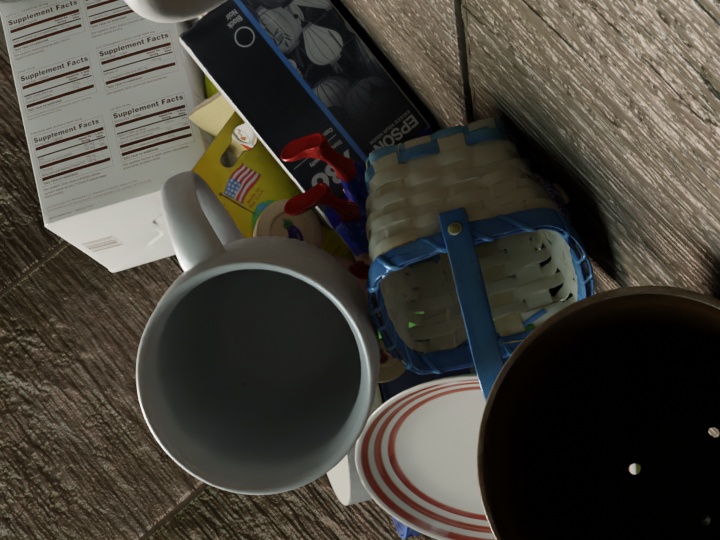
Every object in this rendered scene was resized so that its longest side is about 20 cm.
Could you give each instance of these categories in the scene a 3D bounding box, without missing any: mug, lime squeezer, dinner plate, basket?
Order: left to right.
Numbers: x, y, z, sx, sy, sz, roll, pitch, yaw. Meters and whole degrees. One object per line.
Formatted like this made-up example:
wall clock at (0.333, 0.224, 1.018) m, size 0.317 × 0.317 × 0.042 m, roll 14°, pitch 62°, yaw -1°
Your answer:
mug at (-0.071, 0.027, 1.396) m, size 0.200 × 0.147 × 0.175 m, roll 61°, pitch -172°, yaw -8°
basket at (0.076, 0.019, 1.342) m, size 0.176 × 0.139 × 0.201 m, roll 65°, pitch -166°, yaw -63°
lime squeezer at (0.084, 0.037, 1.462) m, size 0.038 × 0.199 × 0.071 m, roll -85°, pitch -3°, yaw -54°
dinner plate at (0.096, 0.133, 1.543) m, size 0.200 × 0.200 × 0.024 m, roll 56°, pitch -151°, yaw -38°

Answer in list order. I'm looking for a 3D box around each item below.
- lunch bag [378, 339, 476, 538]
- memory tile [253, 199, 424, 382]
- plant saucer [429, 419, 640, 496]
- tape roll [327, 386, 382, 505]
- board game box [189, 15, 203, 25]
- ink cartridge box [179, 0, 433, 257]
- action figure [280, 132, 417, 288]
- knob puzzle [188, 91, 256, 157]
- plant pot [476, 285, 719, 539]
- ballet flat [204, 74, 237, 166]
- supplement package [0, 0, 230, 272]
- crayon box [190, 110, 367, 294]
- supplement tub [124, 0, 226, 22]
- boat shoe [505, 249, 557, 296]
lunch bag at (0.072, 0.097, 1.718) m, size 0.136 × 0.132 × 0.201 m, roll 100°, pitch 156°, yaw -68°
memory tile at (0.000, 0.000, 1.538) m, size 0.153 × 0.200 × 0.017 m, roll 52°, pitch 161°, yaw -6°
plant saucer at (0.151, 0.152, 1.595) m, size 0.031 × 0.199 × 0.200 m, roll -82°, pitch -30°, yaw -42°
tape roll at (-0.019, 0.086, 1.726) m, size 0.203 × 0.037 × 0.203 m, roll 166°, pitch 90°, yaw -81°
board game box at (-0.098, -0.206, 1.687) m, size 0.153 × 0.040 × 0.200 m, roll 45°, pitch 170°, yaw 31°
ink cartridge box at (-0.026, -0.114, 1.503) m, size 0.200 × 0.099 × 0.039 m, roll 50°, pitch 178°, yaw -6°
action figure at (0.013, -0.026, 1.468) m, size 0.200 × 0.052 × 0.066 m, roll 33°, pitch -140°, yaw -48°
knob puzzle at (-0.018, -0.097, 1.660) m, size 0.219 × 0.031 × 0.220 m, roll 25°, pitch 156°, yaw 12°
plant pot at (0.179, 0.113, 1.259) m, size 0.187 × 0.187 × 0.200 m, roll 48°, pitch -174°, yaw 16°
ballet flat at (-0.066, -0.086, 1.797) m, size 0.200 × 0.067 × 0.067 m, roll 38°, pitch -172°, yaw -24°
supplement package at (-0.191, -0.128, 1.829) m, size 0.191 × 0.147 × 0.201 m, roll 51°, pitch -155°, yaw -74°
crayon box at (-0.024, -0.042, 1.571) m, size 0.200 × 0.127 × 0.051 m, roll 39°, pitch 163°, yaw -10°
supplement tub at (-0.152, -0.266, 1.393) m, size 0.200 × 0.132 × 0.132 m, roll 47°, pitch 171°, yaw 23°
boat shoe at (0.127, 0.045, 1.552) m, size 0.200 × 0.071 × 0.064 m, roll 55°, pitch -154°, yaw -43°
